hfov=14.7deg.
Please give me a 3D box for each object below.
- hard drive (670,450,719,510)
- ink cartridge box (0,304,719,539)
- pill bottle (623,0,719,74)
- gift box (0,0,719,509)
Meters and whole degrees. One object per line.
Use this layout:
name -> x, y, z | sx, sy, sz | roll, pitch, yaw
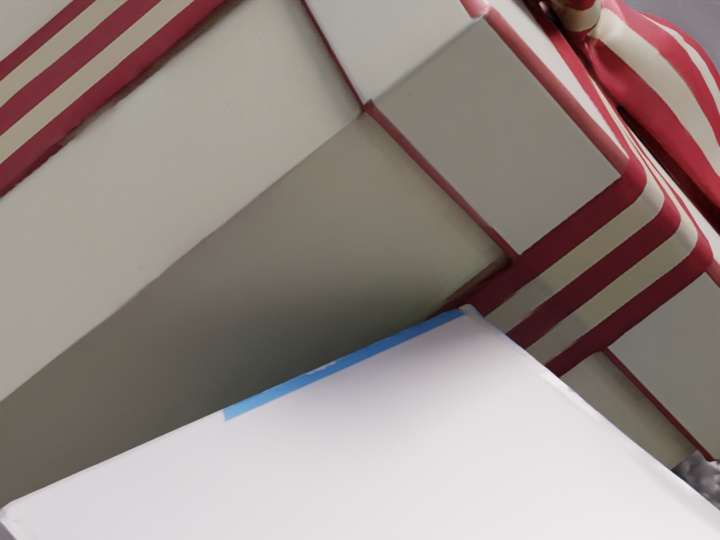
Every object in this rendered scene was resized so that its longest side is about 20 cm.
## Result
hard drive -> 0.152, 0.042, 0.734 | 0.199, 0.038, 0.140 | -5, 53, -1
ink cartridge box -> 0.002, 0.137, 0.602 | 0.128, 0.201, 0.125 | -24, 47, -35
pill bottle -> 0.153, -0.143, 1.028 | 0.114, 0.115, 0.200 | -3, 25, 13
gift box -> -0.017, -0.033, 0.692 | 0.187, 0.185, 0.200 | -37, 49, 10
